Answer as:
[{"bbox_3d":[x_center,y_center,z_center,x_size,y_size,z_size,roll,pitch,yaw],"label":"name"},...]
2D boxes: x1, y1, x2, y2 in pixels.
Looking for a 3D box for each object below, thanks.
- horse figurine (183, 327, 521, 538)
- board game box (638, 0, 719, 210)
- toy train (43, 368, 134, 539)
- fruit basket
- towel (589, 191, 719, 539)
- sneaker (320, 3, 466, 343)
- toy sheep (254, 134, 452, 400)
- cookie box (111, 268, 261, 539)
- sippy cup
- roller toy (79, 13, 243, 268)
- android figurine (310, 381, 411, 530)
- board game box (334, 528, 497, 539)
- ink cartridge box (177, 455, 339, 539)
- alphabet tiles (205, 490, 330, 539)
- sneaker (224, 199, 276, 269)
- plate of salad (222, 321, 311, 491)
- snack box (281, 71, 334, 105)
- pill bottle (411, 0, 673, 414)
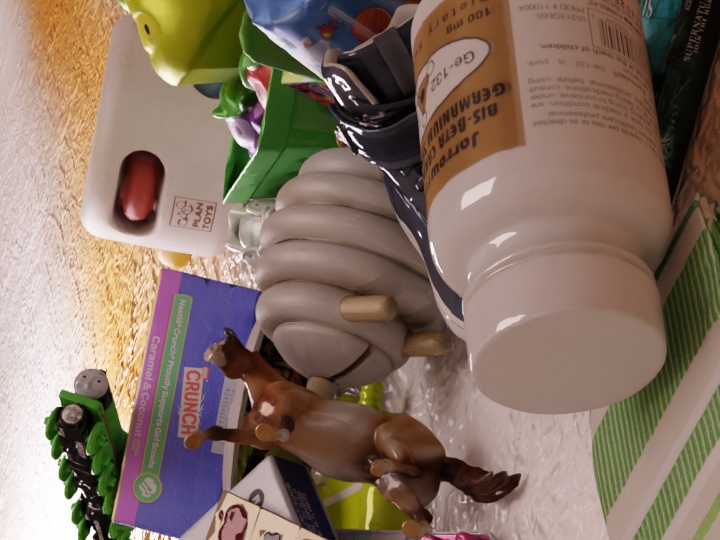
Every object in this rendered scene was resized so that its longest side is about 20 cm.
[{"bbox_3d":[-0.008,0.095,1.334,0.133,0.199,0.050,-35,-37,-76],"label":"horse figurine"},{"bbox_3d":[0.128,-0.095,1.264,0.200,0.028,0.136,-155,79,-73],"label":"board game box"},{"bbox_3d":[-0.169,0.125,1.578,0.200,0.042,0.057,88,-157,-60],"label":"toy train"},{"bbox_3d":[-0.080,-0.139,1.635,0.215,0.214,0.156,156,125,-69],"label":"fruit basket"},{"bbox_3d":[0.150,0.081,1.078,0.201,0.023,0.153,-101,29,-51],"label":"towel"},{"bbox_3d":[0.047,-0.052,1.262,0.202,0.077,0.147,52,168,50],"label":"sneaker"},{"bbox_3d":[0.000,0.000,1.436,0.138,0.137,0.201,-36,30,64],"label":"toy sheep"},{"bbox_3d":[-0.100,0.097,1.644,0.200,0.075,0.172,48,-127,-81],"label":"cookie box"},{"bbox_3d":[0.008,-0.157,1.372,0.178,0.130,0.140,-49,39,22],"label":"sippy cup"},{"bbox_3d":[-0.146,-0.105,1.957,0.182,0.139,0.201,165,116,-83],"label":"roller toy"},{"bbox_3d":[-0.008,0.168,1.484,0.182,0.041,0.201,146,133,-66],"label":"android figurine"},{"bbox_3d":[-0.018,0.240,1.333,0.199,0.026,0.201,-4,71,44],"label":"board game box"},{"bbox_3d":[-0.072,0.238,1.338,0.200,0.040,0.200,-46,48,22],"label":"ink cartridge box"},{"bbox_3d":[-0.054,0.236,1.287,0.167,0.008,0.201,20,89,45],"label":"alphabet tiles"},{"bbox_3d":[-0.040,-0.016,1.657,0.200,0.080,0.071,175,109,-71],"label":"sneaker"},{"bbox_3d":[-0.047,0.096,1.572,0.200,0.048,0.201,10,-90,-79],"label":"plate of salad"},{"bbox_3d":[0.034,-0.207,1.505,0.142,0.053,0.201,0,75,41],"label":"snack box"},{"bbox_3d":[0.086,-0.041,1.127,0.114,0.114,0.201,125,148,-50],"label":"pill bottle"}]
